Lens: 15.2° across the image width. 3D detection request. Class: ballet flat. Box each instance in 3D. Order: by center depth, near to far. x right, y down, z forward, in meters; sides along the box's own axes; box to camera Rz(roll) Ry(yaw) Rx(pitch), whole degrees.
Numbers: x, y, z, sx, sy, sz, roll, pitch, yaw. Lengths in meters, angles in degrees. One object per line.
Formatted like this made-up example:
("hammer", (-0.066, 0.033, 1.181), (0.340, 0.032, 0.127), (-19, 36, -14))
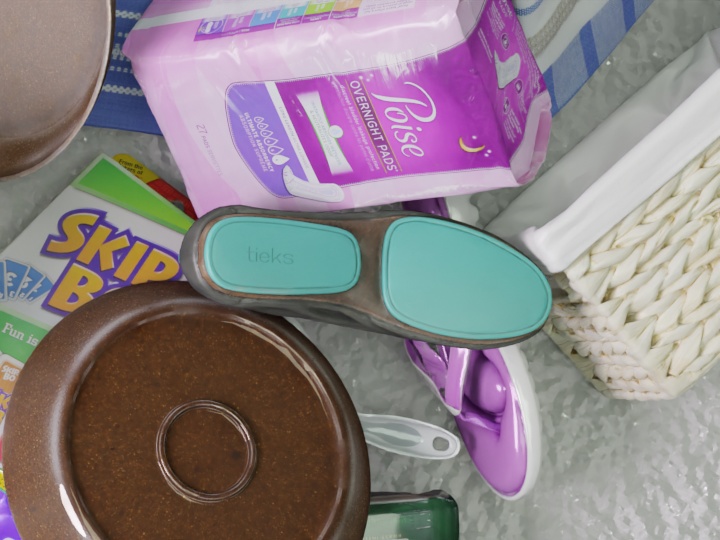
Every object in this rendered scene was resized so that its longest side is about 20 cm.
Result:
("ballet flat", (0.000, 0.000, 1.404), (0.199, 0.068, 0.068), (11, 80, -17))

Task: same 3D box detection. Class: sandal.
("sandal", (0.046, 0.032, 1.478), (0.050, 0.082, 0.204), (-11, 77, -24))

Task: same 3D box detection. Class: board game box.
("board game box", (-0.152, 0.021, 1.418), (0.095, 0.030, 0.200), (36, 58, 10))

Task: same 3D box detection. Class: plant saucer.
("plant saucer", (-0.082, 0.095, 1.375), (0.199, 0.034, 0.201), (8, 67, -20))
("plant saucer", (-0.198, -0.146, 1.395), (0.032, 0.200, 0.201), (-21, 92, -52))

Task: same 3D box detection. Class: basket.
("basket", (0.182, -0.032, 1.486), (0.200, 0.136, 0.124), (-42, 98, -12))

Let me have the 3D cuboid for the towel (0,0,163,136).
("towel", (-0.109, -0.163, 1.424), (0.144, 0.024, 0.201), (6, 116, -22))

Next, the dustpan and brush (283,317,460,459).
("dustpan and brush", (-0.046, 0.074, 1.462), (0.199, 0.057, 0.140), (14, 83, -12))

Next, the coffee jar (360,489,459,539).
("coffee jar", (0.006, 0.221, 1.454), (0.104, 0.085, 0.201), (-4, 88, -13))

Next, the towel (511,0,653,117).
("towel", (0.124, -0.183, 1.407), (0.024, 0.200, 0.147), (26, 58, 25))

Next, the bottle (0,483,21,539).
("bottle", (-0.176, 0.130, 1.416), (0.199, 0.084, 0.066), (24, 67, -4))

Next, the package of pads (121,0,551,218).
("package of pads", (-0.011, -0.092, 1.391), (0.076, 0.199, 0.121), (-69, 144, -45))
